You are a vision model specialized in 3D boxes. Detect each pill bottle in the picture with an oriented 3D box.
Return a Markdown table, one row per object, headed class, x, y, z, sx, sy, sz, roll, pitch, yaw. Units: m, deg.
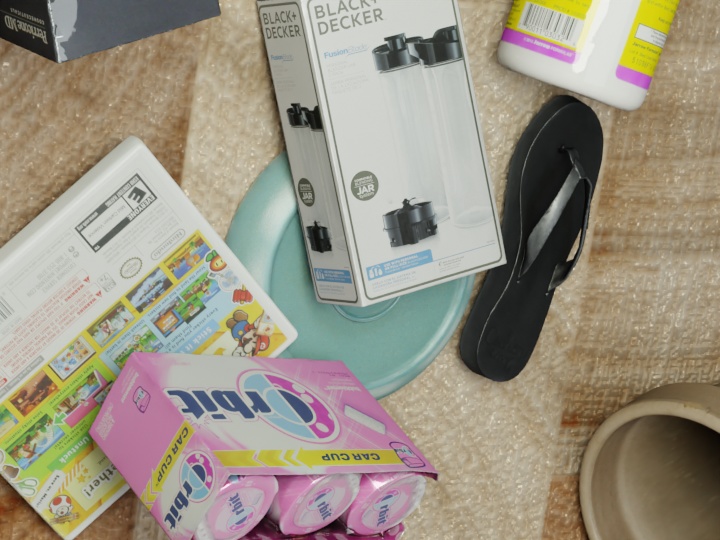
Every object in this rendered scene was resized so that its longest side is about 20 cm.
| class | x | y | z | sx | sy | sz | roll | pitch | yaw |
| --- | --- | --- | --- | --- | --- | --- | --- | --- | --- |
| pill bottle | 0.168 | -0.213 | 1.703 | 0.104 | 0.104 | 0.201 | 16 | 96 | -35 |

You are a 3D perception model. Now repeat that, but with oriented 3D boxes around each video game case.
| class | x | y | z | sx | sy | sz | roll | pitch | yaw |
| --- | --- | --- | --- | --- | --- | --- | --- | --- | --- |
| video game case | -0.163 | 0.044 | 1.611 | 0.200 | 0.023 | 0.182 | -42 | 123 | -5 |

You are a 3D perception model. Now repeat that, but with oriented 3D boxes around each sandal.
| class | x | y | z | sx | sy | sz | roll | pitch | yaw |
| --- | --- | --- | --- | --- | --- | --- | --- | --- | --- |
| sandal | 0.128 | -0.019 | 1.767 | 0.076 | 0.043 | 0.201 | 12 | 96 | -44 |

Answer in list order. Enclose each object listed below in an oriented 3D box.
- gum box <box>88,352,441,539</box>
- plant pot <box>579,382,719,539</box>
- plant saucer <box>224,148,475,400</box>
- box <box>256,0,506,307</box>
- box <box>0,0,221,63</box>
| class | x | y | z | sx | sy | sz | roll | pitch | yaw |
| --- | --- | --- | --- | --- | --- | --- | --- | --- | --- |
| gum box | -0.055 | 0.113 | 1.614 | 0.200 | 0.114 | 0.066 | 4 | 124 | -47 |
| plant pot | 0.286 | 0.149 | 1.856 | 0.174 | 0.200 | 0.201 | -30 | 120 | -40 |
| plant saucer | 0.000 | 0.000 | 1.712 | 0.199 | 0.027 | 0.201 | -10 | 110 | -30 |
| box | 0.014 | -0.088 | 1.646 | 0.116 | 0.060 | 0.201 | -15 | 99 | -28 |
| box | -0.178 | -0.230 | 1.422 | 0.104 | 0.200 | 0.183 | -19 | 115 | -27 |
